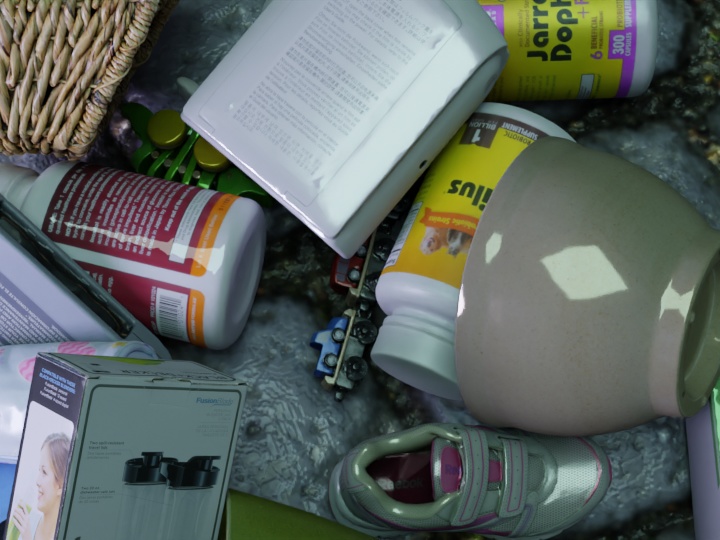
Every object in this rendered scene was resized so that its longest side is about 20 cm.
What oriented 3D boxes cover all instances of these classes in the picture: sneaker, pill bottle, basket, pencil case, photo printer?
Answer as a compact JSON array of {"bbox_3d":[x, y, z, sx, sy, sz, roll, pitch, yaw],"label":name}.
[{"bbox_3d":[0.076,0.146,0.848,0.199,0.088,0.082,-7,71,0],"label":"sneaker"},{"bbox_3d":[0.120,-0.182,0.948,0.199,0.104,0.105,-2,71,2],"label":"pill bottle"},{"bbox_3d":[-0.193,-0.159,0.907,0.148,0.200,0.143,-1,113,1],"label":"basket"},{"bbox_3d":[-0.229,0.092,0.817,0.199,0.083,0.091,-5,41,16],"label":"pencil case"},{"bbox_3d":[-0.006,-0.134,0.875,0.166,0.069,0.200,39,90,16],"label":"photo printer"},{"bbox_3d":[0.081,-0.012,0.890,0.109,0.109,0.200,21,74,9],"label":"pill bottle"},{"bbox_3d":[-0.178,-0.017,0.902,0.199,0.113,0.113,13,73,7],"label":"pill bottle"}]

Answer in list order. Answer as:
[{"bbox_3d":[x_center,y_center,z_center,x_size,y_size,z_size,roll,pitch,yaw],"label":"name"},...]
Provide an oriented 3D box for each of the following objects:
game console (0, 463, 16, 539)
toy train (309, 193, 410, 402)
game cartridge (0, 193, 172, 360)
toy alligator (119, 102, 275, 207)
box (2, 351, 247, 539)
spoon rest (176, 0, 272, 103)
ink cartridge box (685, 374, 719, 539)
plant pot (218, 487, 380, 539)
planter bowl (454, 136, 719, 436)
[{"bbox_3d":[-0.268,0.165,0.800,0.177,0.031,0.200,-35,33,-32],"label":"game console"},{"bbox_3d":[0.000,0.000,0.927,0.046,0.034,0.201,16,73,-4],"label":"toy train"},{"bbox_3d":[-0.243,0.035,0.863,0.200,0.133,0.042,45,35,-12],"label":"game cartridge"},{"bbox_3d":[-0.108,-0.068,0.944,0.200,0.059,0.054,26,75,11],"label":"toy alligator"},{"bbox_3d":[-0.145,0.153,0.731,0.060,0.116,0.201,16,97,46],"label":"box"},{"bbox_3d":[-0.062,-0.180,0.989,0.099,0.061,0.200,43,65,13],"label":"spoon rest"},{"bbox_3d":[0.333,0.146,0.838,0.199,0.088,0.146,0,71,1],"label":"ink cartridge box"},{"bbox_3d":[-0.006,0.246,0.788,0.199,0.187,0.188,11,71,-11],"label":"plant pot"},{"bbox_3d":[0.167,0.022,0.808,0.134,0.200,0.201,15,71,31],"label":"planter bowl"}]
